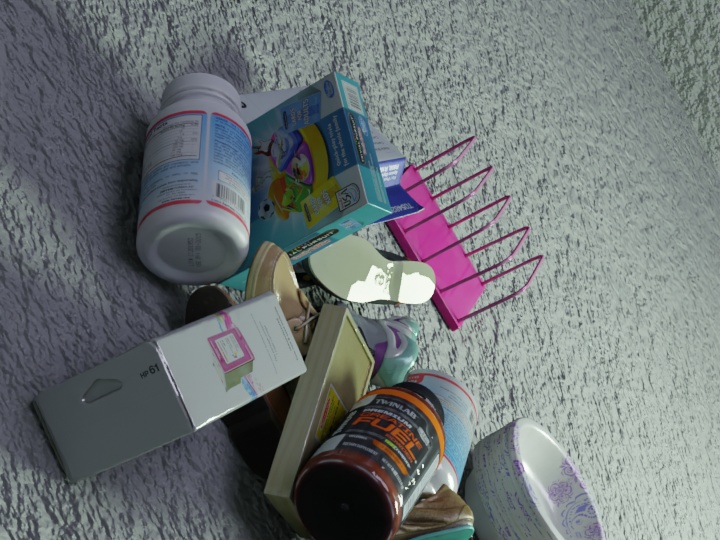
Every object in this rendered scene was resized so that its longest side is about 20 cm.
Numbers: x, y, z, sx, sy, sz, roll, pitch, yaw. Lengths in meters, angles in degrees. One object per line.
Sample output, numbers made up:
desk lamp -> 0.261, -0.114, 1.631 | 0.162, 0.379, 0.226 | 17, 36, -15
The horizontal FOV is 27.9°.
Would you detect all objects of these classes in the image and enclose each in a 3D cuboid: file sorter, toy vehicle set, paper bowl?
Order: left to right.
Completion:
toy vehicle set -> -0.037, 0.150, 1.423 | 0.125, 0.026, 0.202 | 65, 37, -57
file sorter -> 0.138, -0.055, 1.906 | 0.201, 0.125, 0.139 | 58, 28, -10
paper bowl -> 0.200, 0.287, 1.733 | 0.201, 0.104, 0.202 | 47, 23, -27

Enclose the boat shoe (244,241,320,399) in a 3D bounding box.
boat shoe -> -0.066, 0.053, 1.440 | 0.201, 0.064, 0.072 | 79, 30, -44

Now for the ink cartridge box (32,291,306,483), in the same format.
ink cartridge box -> -0.161, 0.098, 1.251 | 0.200, 0.143, 0.085 | -21, 86, -62

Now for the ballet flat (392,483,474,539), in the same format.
ballet flat -> 0.017, 0.255, 1.426 | 0.198, 0.068, 0.073 | -15, 57, -22

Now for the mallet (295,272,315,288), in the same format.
mallet -> -0.053, -0.001, 1.636 | 0.199, 0.041, 0.067 | 3, 65, -54

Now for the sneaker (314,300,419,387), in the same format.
sneaker -> -0.008, 0.068, 1.617 | 0.139, 0.078, 0.200 | 26, 3, -3

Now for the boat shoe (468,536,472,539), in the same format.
boat shoe -> 0.098, 0.320, 1.533 | 0.075, 0.073, 0.200 | 59, 6, 10

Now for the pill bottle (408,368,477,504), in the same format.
pill bottle -> 0.060, 0.205, 1.576 | 0.109, 0.108, 0.201 | 53, 30, -18

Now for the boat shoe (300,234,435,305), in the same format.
boat shoe -> 0.000, 0.000, 1.625 | 0.199, 0.062, 0.072 | 12, 90, -46

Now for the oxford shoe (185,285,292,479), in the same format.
oxford shoe -> -0.113, 0.102, 1.417 | 0.202, 0.071, 0.071 | 69, 23, -15

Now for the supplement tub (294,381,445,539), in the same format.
supplement tub -> 0.018, 0.181, 1.393 | 0.108, 0.106, 0.200 | 59, 29, -9

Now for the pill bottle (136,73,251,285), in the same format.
pill bottle -> -0.162, -0.095, 1.431 | 0.109, 0.108, 0.202 | 38, 37, -38

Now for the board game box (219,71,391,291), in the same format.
board game box -> -0.075, -0.089, 1.493 | 0.047, 0.199, 0.153 | 18, 52, -53

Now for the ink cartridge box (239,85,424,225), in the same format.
ink cartridge box -> -0.041, -0.131, 1.633 | 0.200, 0.041, 0.199 | 46, 35, 21
